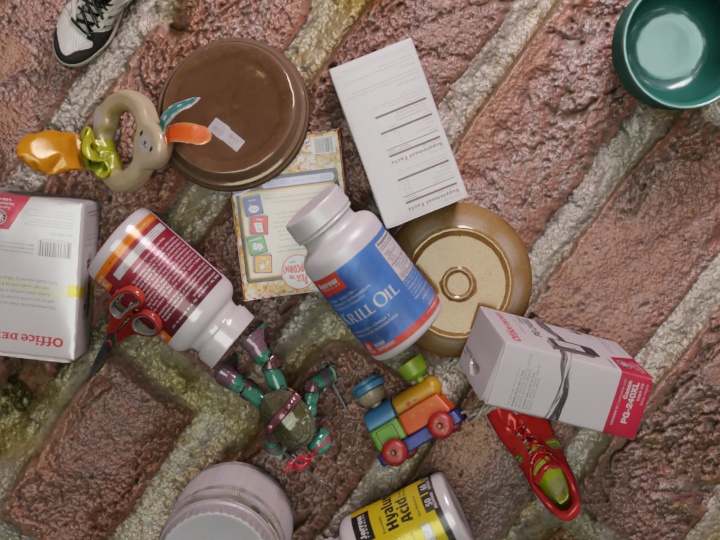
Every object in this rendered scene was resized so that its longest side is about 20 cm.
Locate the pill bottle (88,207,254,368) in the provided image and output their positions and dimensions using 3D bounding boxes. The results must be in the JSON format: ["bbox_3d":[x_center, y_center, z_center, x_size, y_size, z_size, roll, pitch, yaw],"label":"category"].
[{"bbox_3d":[-0.235,0.026,1.462,0.199,0.113,0.113,41,96,-3],"label":"pill bottle"}]

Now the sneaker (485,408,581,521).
[{"bbox_3d":[0.229,0.231,1.487,0.076,0.085,0.201,-34,95,5],"label":"sneaker"}]

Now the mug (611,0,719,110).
[{"bbox_3d":[0.393,-0.262,1.409,0.185,0.114,0.152,44,96,-4],"label":"mug"}]

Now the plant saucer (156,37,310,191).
[{"bbox_3d":[-0.161,-0.199,1.443,0.196,0.029,0.204,-1,78,4],"label":"plant saucer"}]

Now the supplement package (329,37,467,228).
[{"bbox_3d":[0.045,-0.168,1.430,0.108,0.114,0.203,-20,95,2],"label":"supplement package"}]

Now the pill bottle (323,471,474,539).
[{"bbox_3d":[0.040,0.351,1.494,0.198,0.111,0.113,-27,95,4],"label":"pill bottle"}]

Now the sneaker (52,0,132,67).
[{"bbox_3d":[-0.321,-0.341,1.434,0.075,0.088,0.201,38,98,-5],"label":"sneaker"}]

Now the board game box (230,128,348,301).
[{"bbox_3d":[-0.087,-0.072,1.479,0.149,0.046,0.204,-6,97,2],"label":"board game box"}]

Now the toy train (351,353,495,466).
[{"bbox_3d":[0.091,0.157,1.482,0.198,0.085,0.117,-32,82,12],"label":"toy train"}]

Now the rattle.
[{"bbox_3d":[-0.295,-0.167,1.393,0.142,0.198,0.132,23,78,-43],"label":"rattle"}]

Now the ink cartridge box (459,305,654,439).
[{"bbox_3d":[0.237,0.124,1.425,0.197,0.145,0.085,15,103,-11],"label":"ink cartridge box"}]

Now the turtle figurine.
[{"bbox_3d":[-0.090,0.174,1.488,0.150,0.101,0.200,-45,88,6],"label":"turtle figurine"}]

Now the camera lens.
[{"bbox_3d":[-0.168,0.340,1.454,0.157,0.200,0.163,0,97,1],"label":"camera lens"}]

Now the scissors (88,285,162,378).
[{"bbox_3d":[-0.316,0.078,1.465,0.073,0.014,0.199,48,134,-12],"label":"scissors"}]

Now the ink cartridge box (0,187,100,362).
[{"bbox_3d":[-0.417,0.004,1.480,0.142,0.083,0.204,7,97,1],"label":"ink cartridge box"}]

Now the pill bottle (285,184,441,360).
[{"bbox_3d":[0.000,0.000,1.409,0.112,0.112,0.201,-38,101,6],"label":"pill bottle"}]

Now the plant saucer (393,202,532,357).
[{"bbox_3d":[0.124,0.015,1.489,0.196,0.035,0.204,0,97,1],"label":"plant saucer"}]
